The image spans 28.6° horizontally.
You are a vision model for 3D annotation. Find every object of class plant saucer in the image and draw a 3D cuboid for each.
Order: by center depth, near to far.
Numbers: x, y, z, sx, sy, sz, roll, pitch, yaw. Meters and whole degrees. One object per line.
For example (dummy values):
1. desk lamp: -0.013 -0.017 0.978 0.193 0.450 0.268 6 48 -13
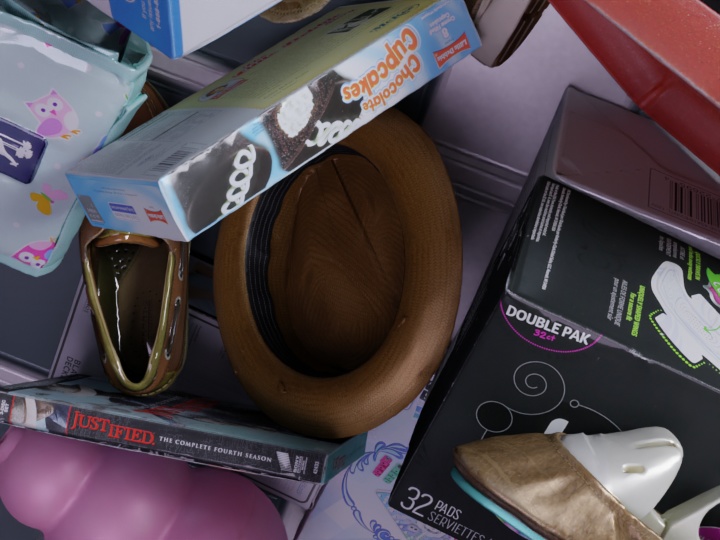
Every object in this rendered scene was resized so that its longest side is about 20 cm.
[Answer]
1. plant saucer: 0.167 -0.085 0.678 0.037 0.200 0.200 -47 140 8

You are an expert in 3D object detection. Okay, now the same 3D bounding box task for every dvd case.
1. dvd case: -0.104 0.092 0.846 0.199 0.146 0.022 9 91 10

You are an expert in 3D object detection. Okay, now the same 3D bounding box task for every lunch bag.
1. lunch bag: -0.214 -0.114 0.801 0.200 0.122 0.171 45 126 17

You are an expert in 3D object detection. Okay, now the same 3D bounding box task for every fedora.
1. fedora: 0.000 0.000 0.835 0.200 0.082 0.201 -8 76 37

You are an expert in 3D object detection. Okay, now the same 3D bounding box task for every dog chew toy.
1. dog chew toy: -0.145 0.162 0.909 0.200 0.125 0.125 36 122 -12

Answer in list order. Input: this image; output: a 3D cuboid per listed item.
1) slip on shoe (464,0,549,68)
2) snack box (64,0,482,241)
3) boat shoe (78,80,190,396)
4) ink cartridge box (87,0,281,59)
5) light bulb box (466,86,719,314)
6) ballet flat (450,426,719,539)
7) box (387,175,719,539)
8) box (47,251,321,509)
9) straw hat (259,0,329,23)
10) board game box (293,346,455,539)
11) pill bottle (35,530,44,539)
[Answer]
1. slip on shoe: 0.102 -0.198 0.733 0.061 0.076 0.200 41 127 8
2. snack box: -0.046 -0.084 0.741 0.116 0.200 0.037 10 130 56
3. boat shoe: -0.134 -0.025 0.851 0.072 0.068 0.201 -9 90 -1
4. ink cartridge box: -0.129 -0.216 0.673 0.200 0.086 0.147 34 145 27
5. light bulb box: 0.167 0.035 0.817 0.198 0.125 0.200 21 122 1
6. ballet flat: 0.135 0.115 0.620 0.200 0.068 0.072 37 101 -7
7. box: 0.141 0.076 0.701 0.200 0.124 0.149 26 123 1
8. box: -0.096 0.064 0.942 0.200 0.060 0.117 24 123 0
9. straw hat: 0.004 -0.224 0.723 0.085 0.201 0.201 -2 130 -32
10. board game box: 0.078 0.160 0.963 0.200 0.043 0.199 26 122 -2
11. pill bottle: -0.141 0.243 1.030 0.111 0.111 0.200 -30 108 28
